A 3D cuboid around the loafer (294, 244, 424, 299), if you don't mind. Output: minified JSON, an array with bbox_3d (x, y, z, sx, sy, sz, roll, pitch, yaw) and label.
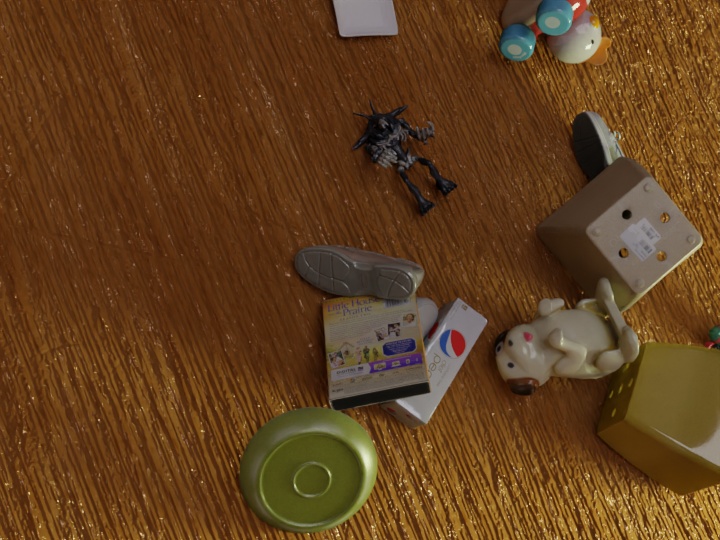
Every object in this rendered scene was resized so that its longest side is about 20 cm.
[{"bbox_3d":[0.000,0.000,1.635,0.199,0.072,0.063,12,24,21],"label":"loafer"}]

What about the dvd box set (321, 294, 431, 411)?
[{"bbox_3d":[0.020,0.109,1.577,0.146,0.029,0.200,-12,43,4],"label":"dvd box set"}]

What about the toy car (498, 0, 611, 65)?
[{"bbox_3d":[0.364,-0.429,1.858,0.200,0.177,0.185,31,56,-23],"label":"toy car"}]

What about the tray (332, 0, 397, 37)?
[{"bbox_3d":[-0.006,-0.483,1.811,0.107,0.022,0.201,-7,78,-22],"label":"tray"}]

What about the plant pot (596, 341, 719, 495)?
[{"bbox_3d":[0.493,0.222,1.718,0.176,0.200,0.201,22,70,-1],"label":"plant pot"}]

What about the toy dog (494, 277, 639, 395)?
[{"bbox_3d":[0.308,0.117,1.700,0.199,0.194,0.140,-14,63,-6],"label":"toy dog"}]

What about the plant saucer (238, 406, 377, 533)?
[{"bbox_3d":[-0.071,0.290,1.524,0.199,0.031,0.201,-3,108,-9],"label":"plant saucer"}]

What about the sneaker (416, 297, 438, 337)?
[{"bbox_3d":[0.061,0.123,1.626,0.200,0.099,0.078,-47,121,-19],"label":"sneaker"}]

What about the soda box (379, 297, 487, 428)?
[{"bbox_3d":[0.114,0.143,1.663,0.064,0.068,0.200,36,67,-7],"label":"soda box"}]

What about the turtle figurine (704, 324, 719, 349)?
[{"bbox_3d":[0.663,0.127,1.844,0.199,0.101,0.150,21,84,-29],"label":"turtle figurine"}]

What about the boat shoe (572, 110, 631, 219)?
[{"bbox_3d":[0.431,-0.184,1.862,0.065,0.074,0.203,-27,90,-29],"label":"boat shoe"}]

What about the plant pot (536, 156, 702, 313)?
[{"bbox_3d":[0.433,-0.055,1.733,0.200,0.177,0.200,-40,92,-1],"label":"plant pot"}]

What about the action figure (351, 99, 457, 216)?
[{"bbox_3d":[0.070,-0.192,1.719,0.119,0.102,0.200,-40,93,-12],"label":"action figure"}]
